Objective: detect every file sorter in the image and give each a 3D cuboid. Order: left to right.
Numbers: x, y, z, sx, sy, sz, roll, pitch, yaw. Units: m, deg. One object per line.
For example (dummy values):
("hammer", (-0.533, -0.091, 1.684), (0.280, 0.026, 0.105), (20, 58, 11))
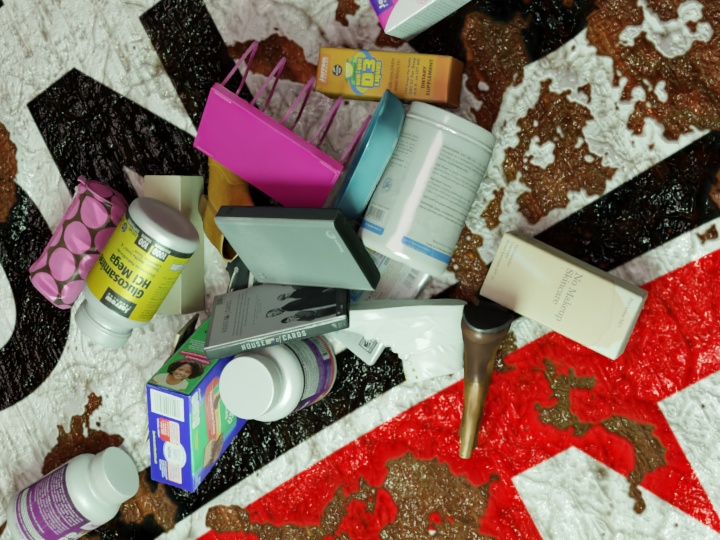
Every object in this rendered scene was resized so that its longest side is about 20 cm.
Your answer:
("file sorter", (-0.102, -0.194, 1.580), (0.198, 0.126, 0.139), (33, 148, -1))

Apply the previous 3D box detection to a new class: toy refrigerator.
("toy refrigerator", (-0.279, -0.040, 1.730), (0.069, 0.076, 0.204), (3, 95, 20))

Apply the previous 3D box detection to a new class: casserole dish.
("casserole dish", (0.013, -0.149, 1.555), (0.038, 0.122, 0.201), (21, 132, -6))

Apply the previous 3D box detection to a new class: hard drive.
("hard drive", (-0.084, -0.032, 1.558), (0.197, 0.140, 0.033), (3, 53, 33))

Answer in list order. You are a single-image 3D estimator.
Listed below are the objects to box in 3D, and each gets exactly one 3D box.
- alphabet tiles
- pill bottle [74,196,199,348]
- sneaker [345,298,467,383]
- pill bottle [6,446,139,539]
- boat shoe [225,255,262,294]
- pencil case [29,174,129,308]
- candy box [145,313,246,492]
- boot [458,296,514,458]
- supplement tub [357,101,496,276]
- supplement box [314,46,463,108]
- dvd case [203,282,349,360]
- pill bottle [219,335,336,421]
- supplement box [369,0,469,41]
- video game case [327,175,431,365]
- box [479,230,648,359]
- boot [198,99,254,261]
("alphabet tiles", (-0.272, 0.154, 1.678), (0.006, 0.200, 0.169), (19, 101, 0))
("pill bottle", (-0.322, 0.007, 1.650), (0.112, 0.112, 0.201), (38, 106, 14))
("sneaker", (0.049, 0.101, 1.599), (0.196, 0.074, 0.118), (0, 101, 6))
("pill bottle", (-0.442, 0.354, 1.800), (0.198, 0.112, 0.114), (-31, 83, 20))
("boat shoe", (-0.170, 0.004, 1.692), (0.059, 0.076, 0.204), (11, 97, 13))
("pencil case", (-0.436, -0.043, 1.784), (0.093, 0.091, 0.202), (29, 104, -20))
("candy box", (-0.218, 0.178, 1.632), (0.076, 0.200, 0.172), (14, 124, 16))
("boot", (0.146, 0.145, 1.524), (0.067, 0.188, 0.204), (12, 97, 2))
("supplement tub", (0.088, -0.107, 1.544), (0.130, 0.132, 0.203), (24, 92, 17))
("supplement box", (0.038, -0.266, 1.599), (0.197, 0.069, 0.068), (7, 94, 22))
("dvd case", (-0.112, 0.056, 1.588), (0.196, 0.151, 0.025), (-14, 116, 6))
("pill bottle", (-0.116, 0.147, 1.614), (0.109, 0.200, 0.114), (2, 94, 20))
("supplement box", (0.107, -0.405, 1.545), (0.198, 0.103, 0.102), (-31, 84, 22))
("video game case", (0.000, 0.000, 1.655), (0.181, 0.024, 0.202), (37, 106, 15))
("box", (0.268, 0.030, 1.526), (0.198, 0.078, 0.096), (25, 101, 18))
("boot", (-0.174, -0.127, 1.652), (0.144, 0.070, 0.204), (48, 125, 52))
